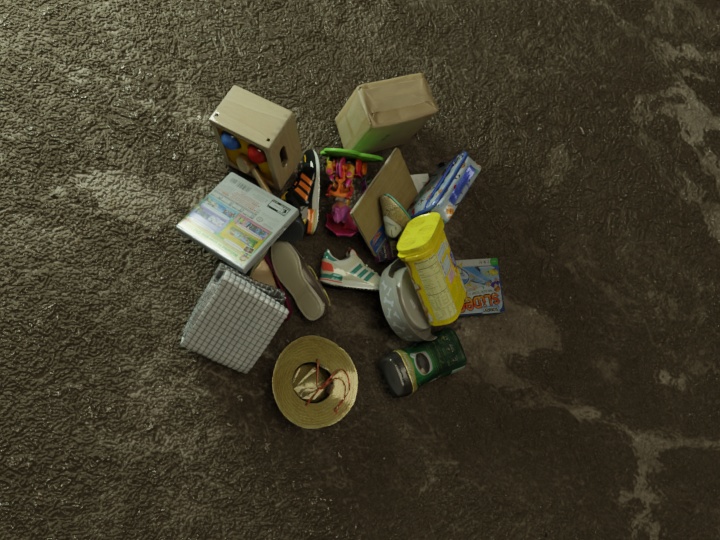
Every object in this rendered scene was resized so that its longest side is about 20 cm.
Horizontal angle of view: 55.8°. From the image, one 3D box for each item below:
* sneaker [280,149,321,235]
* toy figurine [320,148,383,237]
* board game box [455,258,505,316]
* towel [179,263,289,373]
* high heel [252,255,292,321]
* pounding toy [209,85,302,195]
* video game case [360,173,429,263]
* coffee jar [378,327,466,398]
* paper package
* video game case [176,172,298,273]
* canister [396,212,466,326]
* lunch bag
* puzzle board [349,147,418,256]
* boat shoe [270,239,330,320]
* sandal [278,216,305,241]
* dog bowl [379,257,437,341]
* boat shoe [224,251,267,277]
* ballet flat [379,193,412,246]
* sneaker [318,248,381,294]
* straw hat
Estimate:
[{"bbox_3d":[-0.138,-0.184,1.555,0.087,0.070,0.207,3,76,-13],"label":"sneaker"},{"bbox_3d":[-0.033,-0.170,1.540,0.145,0.200,0.191,6,94,13],"label":"toy figurine"},{"bbox_3d":[0.256,0.044,1.676,0.194,0.034,0.140,-4,80,-21],"label":"board game box"},{"bbox_3d":[-0.257,0.096,1.392,0.163,0.086,0.202,28,115,-17],"label":"towel"},{"bbox_3d":[-0.202,0.016,1.472,0.066,0.096,0.204,-29,90,-23],"label":"high heel"},{"bbox_3d":[-0.218,-0.251,1.477,0.180,0.201,0.144,26,68,15],"label":"pounding toy"},{"bbox_3d":[0.101,-0.128,1.652,0.176,0.036,0.207,-8,82,-23],"label":"video game case"},{"bbox_3d":[0.142,0.214,1.568,0.195,0.085,0.107,-20,81,-24],"label":"coffee jar"},{"bbox_3d":[0.056,-0.361,1.594,0.186,0.200,0.106,-17,84,-22],"label":"paper package"},{"bbox_3d":[-0.257,-0.104,1.422,0.197,0.022,0.183,29,61,22],"label":"video game case"},{"bbox_3d":[0.162,-0.001,1.501,0.204,0.084,0.150,66,31,-24],"label":"canister"},{"bbox_3d":[0.197,-0.185,1.595,0.075,0.160,0.202,38,66,-12],"label":"lunch bag"},{"bbox_3d":[0.056,-0.157,1.569,0.202,0.017,0.152,-55,140,-21],"label":"puzzle board"},{"bbox_3d":[-0.133,0.017,1.519,0.203,0.071,0.059,58,26,12],"label":"boat shoe"},{"bbox_3d":[-0.217,-0.107,1.500,0.194,0.078,0.043,14,33,0],"label":"sandal"},{"bbox_3d":[0.114,0.067,1.548,0.198,0.058,0.206,32,48,-43],"label":"dog bowl"},{"bbox_3d":[-0.263,0.000,1.441,0.071,0.066,0.204,29,87,22],"label":"boat shoe"},{"bbox_3d":[0.097,-0.090,1.560,0.200,0.070,0.066,44,78,-32],"label":"ballet flat"},{"bbox_3d":[-0.001,0.000,1.567,0.194,0.070,0.097,7,82,-17],"label":"sneaker"},{"bbox_3d":[-0.110,0.243,1.467,0.195,0.085,0.208,4,80,-25],"label":"straw hat"}]
